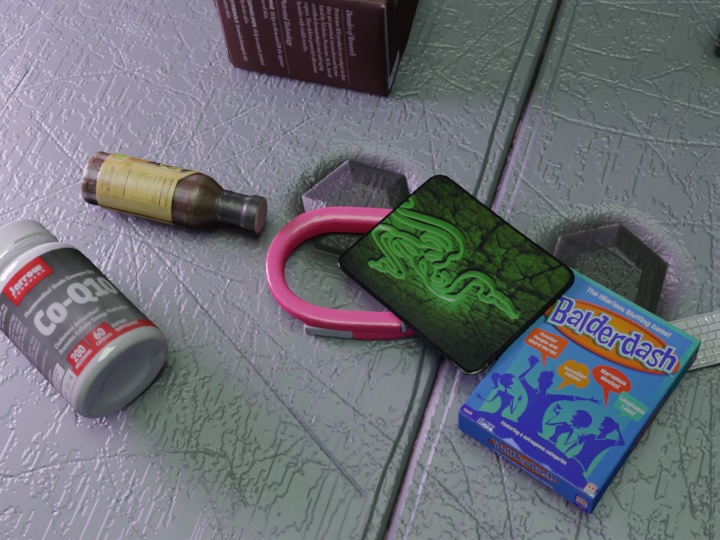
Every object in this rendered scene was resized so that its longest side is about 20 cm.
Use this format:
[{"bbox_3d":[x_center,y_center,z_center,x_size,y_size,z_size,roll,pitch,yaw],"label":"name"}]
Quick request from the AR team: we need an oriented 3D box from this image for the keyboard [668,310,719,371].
[{"bbox_3d":[0.280,0.086,1.105,0.200,0.011,0.056,-13,64,-3],"label":"keyboard"}]

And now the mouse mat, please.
[{"bbox_3d":[0.096,-0.001,1.119,0.161,0.008,0.200,-42,62,-18],"label":"mouse mat"}]

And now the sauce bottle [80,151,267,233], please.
[{"bbox_3d":[-0.201,-0.080,1.192,0.200,0.065,0.065,14,65,9],"label":"sauce bottle"}]

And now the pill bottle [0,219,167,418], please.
[{"bbox_3d":[-0.299,0.044,1.107,0.200,0.114,0.114,41,73,20],"label":"pill bottle"}]

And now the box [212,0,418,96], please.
[{"bbox_3d":[-0.045,-0.325,1.245,0.200,0.164,0.166,11,65,9],"label":"box"}]

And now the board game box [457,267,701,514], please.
[{"bbox_3d":[0.213,0.111,1.065,0.152,0.045,0.200,31,65,23],"label":"board game box"}]

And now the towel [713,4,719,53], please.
[{"bbox_3d":[0.515,-0.294,1.239,0.166,0.086,0.200,35,69,17],"label":"towel"}]

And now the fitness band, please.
[{"bbox_3d":[0.000,0.000,1.152,0.200,0.037,0.144,4,64,4],"label":"fitness band"}]
